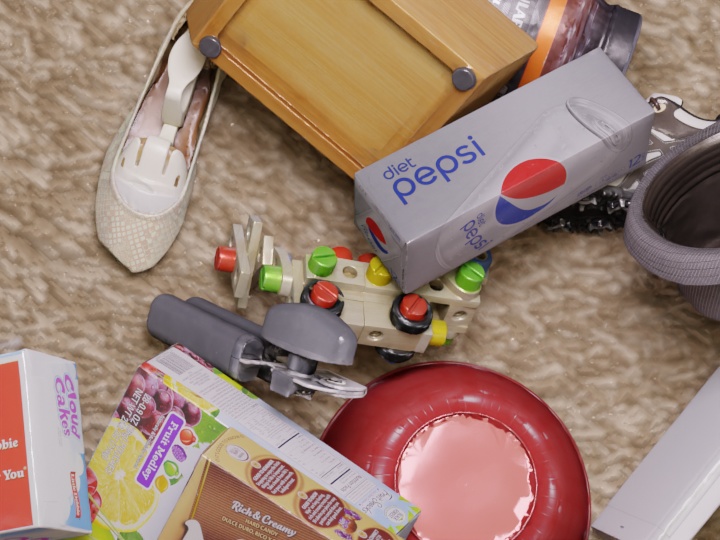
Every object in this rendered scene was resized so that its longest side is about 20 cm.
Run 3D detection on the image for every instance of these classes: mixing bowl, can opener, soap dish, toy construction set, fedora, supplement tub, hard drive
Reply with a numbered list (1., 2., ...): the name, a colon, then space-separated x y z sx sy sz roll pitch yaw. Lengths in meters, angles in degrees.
1. mixing bowl: 0.064 0.151 1.585 0.199 0.108 0.201 1 78 -4
2. can opener: -0.066 0.039 1.561 0.053 0.200 0.067 7 101 -41
3. soap dish: -0.006 -0.155 1.587 0.200 0.157 0.081 39 35 -6
4. toy construction set: 0.000 0.000 1.612 0.199 0.092 0.132 -1 51 -4
5. fedora: 0.278 -0.032 1.569 0.199 0.177 0.091 -26 123 1
6. supplement tub: 0.094 -0.180 1.661 0.199 0.107 0.108 19 77 0
7. hard drive: 0.241 0.109 1.584 0.026 0.132 0.200 40 84 -9

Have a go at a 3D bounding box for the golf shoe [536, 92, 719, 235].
1. golf shoe: 0.186 -0.077 1.664 0.199 0.078 0.095 1 73 -18

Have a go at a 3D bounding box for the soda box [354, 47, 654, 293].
1. soda box: 0.095 -0.067 1.571 0.199 0.064 0.068 -27 61 -16

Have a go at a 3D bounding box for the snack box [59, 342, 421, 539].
1. snack box: -0.087 0.174 1.537 0.199 0.068 0.169 32 112 10

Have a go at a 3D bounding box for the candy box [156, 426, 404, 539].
1. candy box: -0.031 0.201 1.456 0.199 0.056 0.117 32 114 6

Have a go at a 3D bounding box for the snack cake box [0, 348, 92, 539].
1. snack cake box: -0.279 0.128 1.541 0.199 0.067 0.116 -12 76 23

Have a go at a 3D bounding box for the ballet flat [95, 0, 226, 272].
1. ballet flat: -0.139 -0.100 1.648 0.067 0.062 0.201 16 77 0
